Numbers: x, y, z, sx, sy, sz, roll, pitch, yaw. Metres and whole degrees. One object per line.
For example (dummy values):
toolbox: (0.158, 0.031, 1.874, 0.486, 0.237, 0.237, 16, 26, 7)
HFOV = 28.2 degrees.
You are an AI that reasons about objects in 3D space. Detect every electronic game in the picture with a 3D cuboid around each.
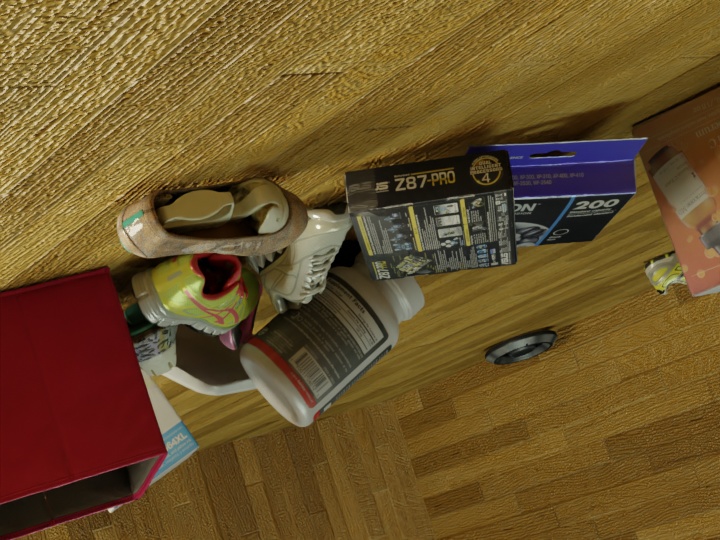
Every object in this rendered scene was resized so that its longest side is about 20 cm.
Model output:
electronic game: (0.421, 0.200, 3.753, 0.198, 0.042, 0.200, -16, 162, -5)

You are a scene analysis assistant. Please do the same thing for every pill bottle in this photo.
pill bottle: (-0.029, 0.069, 1.605, 0.200, 0.116, 0.116, -41, 178, -17)

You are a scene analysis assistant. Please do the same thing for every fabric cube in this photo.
fabric cube: (-0.327, 0.142, 1.434, 0.198, 0.201, 0.196, -15, 164, -23)

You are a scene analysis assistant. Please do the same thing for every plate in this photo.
plate: (-0.183, 0.103, 1.708, 0.198, 0.033, 0.199, 23, -164, 33)

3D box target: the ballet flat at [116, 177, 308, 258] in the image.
ballet flat: (-0.113, -0.048, 1.237, 0.199, 0.069, 0.067, -13, 162, -40)

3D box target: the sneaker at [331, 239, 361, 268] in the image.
sneaker: (0.000, 0.000, 1.705, 0.198, 0.072, 0.083, -12, 166, -37)

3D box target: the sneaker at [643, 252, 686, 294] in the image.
sneaker: (0.690, -0.012, 2.958, 0.198, 0.077, 0.075, -22, 168, 15)

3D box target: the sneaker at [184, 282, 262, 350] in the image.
sneaker: (-0.170, 0.045, 1.682, 0.094, 0.080, 0.200, 11, 179, 3)

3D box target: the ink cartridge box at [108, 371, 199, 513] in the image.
ink cartridge box: (-0.318, 0.185, 1.823, 0.125, 0.201, 0.129, -33, 176, -20)

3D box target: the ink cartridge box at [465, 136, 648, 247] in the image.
ink cartridge box: (0.186, -0.078, 1.521, 0.196, 0.044, 0.200, -4, 159, -12)

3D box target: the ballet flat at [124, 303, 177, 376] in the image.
ballet flat: (-0.222, 0.076, 1.546, 0.071, 0.073, 0.200, -17, -171, -6)

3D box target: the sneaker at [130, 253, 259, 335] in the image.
sneaker: (-0.150, 0.016, 1.500, 0.090, 0.079, 0.200, -31, 169, 22)

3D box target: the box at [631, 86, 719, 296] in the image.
box: (0.413, -0.093, 1.571, 0.151, 0.202, 0.106, -26, 168, 36)

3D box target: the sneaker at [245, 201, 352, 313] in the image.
sneaker: (-0.053, -0.014, 1.498, 0.074, 0.082, 0.200, -11, 167, -27)

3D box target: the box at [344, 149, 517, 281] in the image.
box: (0.076, -0.050, 1.433, 0.159, 0.050, 0.200, -9, 159, 5)
